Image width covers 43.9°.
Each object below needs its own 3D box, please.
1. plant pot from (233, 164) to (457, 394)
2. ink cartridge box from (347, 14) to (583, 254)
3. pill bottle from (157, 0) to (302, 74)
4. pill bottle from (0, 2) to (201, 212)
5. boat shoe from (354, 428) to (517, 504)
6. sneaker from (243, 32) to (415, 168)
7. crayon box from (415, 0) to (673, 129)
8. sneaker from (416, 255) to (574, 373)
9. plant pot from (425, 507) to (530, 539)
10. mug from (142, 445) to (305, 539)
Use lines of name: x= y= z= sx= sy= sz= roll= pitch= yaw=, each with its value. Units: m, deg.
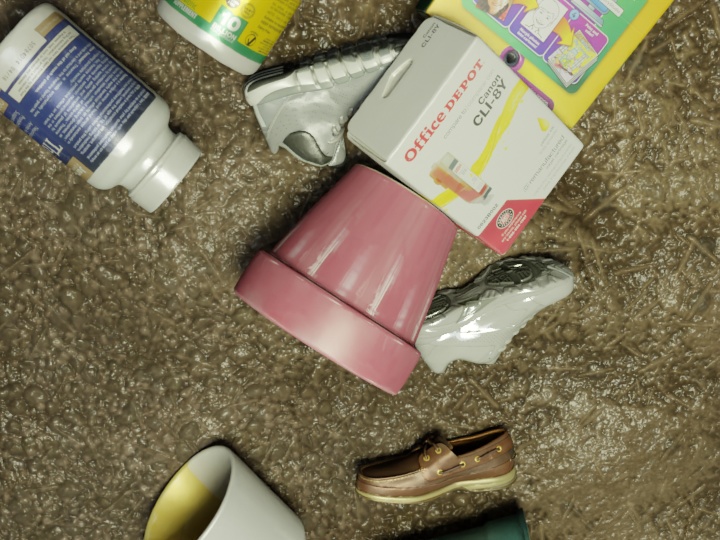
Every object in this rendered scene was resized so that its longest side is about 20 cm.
plant pot: x=0.000 y=0.000 z=0.916 sx=0.199 sy=0.200 sz=0.180 roll=34 pitch=88 yaw=-16
ink cartridge box: x=0.106 y=-0.128 z=0.883 sx=0.200 sy=0.083 sz=0.145 roll=32 pitch=97 yaw=-40
pill bottle: x=-0.093 y=-0.296 z=0.833 sx=0.112 sy=0.113 sz=0.200 roll=33 pitch=103 yaw=-16
pill bottle: x=-0.257 y=-0.150 z=0.867 sx=0.200 sy=0.111 sz=0.111 roll=40 pitch=101 yaw=-17
boat shoe: x=0.089 y=0.227 z=1.063 sx=0.199 sy=0.072 sz=0.068 roll=-6 pitch=105 yaw=-11
sneaker: x=-0.010 y=-0.167 z=0.916 sx=0.199 sy=0.075 sz=0.116 roll=-12 pitch=115 yaw=9
crayon box: x=0.187 y=-0.273 z=0.901 sx=0.199 sy=0.058 sz=0.173 roll=34 pitch=101 yaw=-17
sneaker: x=0.151 y=0.054 z=1.011 sx=0.199 sy=0.078 sz=0.100 roll=-21 pitch=117 yaw=11
plant pot: x=0.117 y=0.402 z=1.069 sx=0.195 sy=0.200 sz=0.201 roll=-11 pitch=110 yaw=6
mug: x=-0.153 y=0.305 z=1.045 sx=0.153 sy=0.186 sz=0.150 roll=42 pitch=68 yaw=-26
